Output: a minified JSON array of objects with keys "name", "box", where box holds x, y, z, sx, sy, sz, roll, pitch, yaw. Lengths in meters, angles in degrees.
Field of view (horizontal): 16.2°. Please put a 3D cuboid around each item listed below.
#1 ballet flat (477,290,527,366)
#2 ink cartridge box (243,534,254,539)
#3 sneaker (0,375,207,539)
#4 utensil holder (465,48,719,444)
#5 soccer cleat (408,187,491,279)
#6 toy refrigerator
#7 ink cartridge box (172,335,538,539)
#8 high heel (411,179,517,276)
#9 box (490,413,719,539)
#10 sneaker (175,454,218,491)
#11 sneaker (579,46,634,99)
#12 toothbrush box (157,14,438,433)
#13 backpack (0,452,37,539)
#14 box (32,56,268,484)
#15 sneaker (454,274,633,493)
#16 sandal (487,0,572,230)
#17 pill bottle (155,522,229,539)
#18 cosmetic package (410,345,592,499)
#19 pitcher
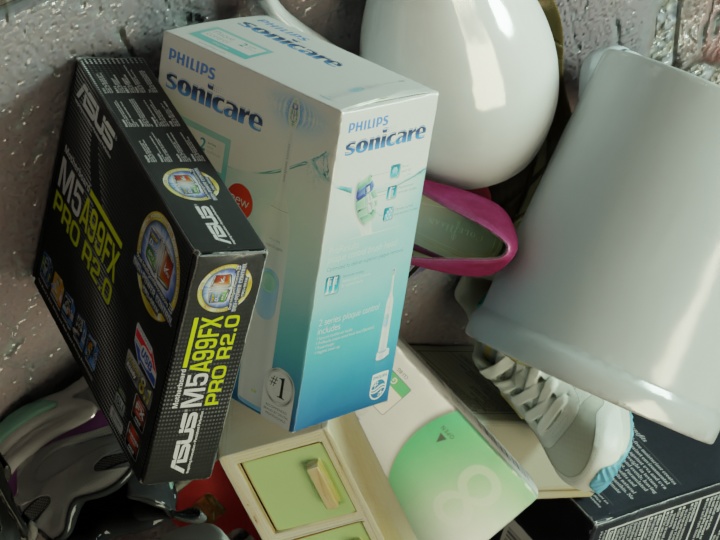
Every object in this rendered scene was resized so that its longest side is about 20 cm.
[{"name":"ballet flat","box":[0.136,0.003,1.734,0.200,0.071,0.071,-51,160,-54]},{"name":"ink cartridge box","box":[-0.012,0.252,1.774,0.162,0.200,0.050,-41,149,-6]},{"name":"sneaker","box":[-0.127,0.103,1.573,0.200,0.140,0.078,-45,142,-1]},{"name":"utensil holder","box":[0.182,-0.017,1.576,0.170,0.170,0.200,23,91,-51]},{"name":"soccer cleat","box":[0.000,0.000,1.627,0.200,0.067,0.077,-34,154,-26]},{"name":"toy refrigerator","box":[-0.019,0.163,1.626,0.076,0.070,0.200,-16,125,13]},{"name":"ink cartridge box","box":[-0.007,0.153,1.690,0.200,0.050,0.161,-42,109,4]},{"name":"high heel","box":[-0.004,-0.035,1.539,0.200,0.096,0.067,17,94,-8]},{"name":"box","box":[0.195,0.214,2.002,0.198,0.123,0.200,-12,133,-36]},{"name":"sneaker","box":[-0.074,0.076,1.658,0.200,0.071,0.073,-42,143,-5]},{"name":"sneaker","box":[0.210,-0.111,1.722,0.200,0.071,0.073,10,80,-62]},{"name":"toothbrush box","box":[-0.048,-0.030,1.464,0.085,0.146,0.200,-15,124,-46]},{"name":"backpack","box":[-0.283,0.093,1.413,0.154,0.163,0.200,-21,132,-9]},{"name":"box","box":[-0.124,-0.003,1.430,0.044,0.200,0.160,-4,128,-27]},{"name":"sneaker","box":[0.124,0.075,1.748,0.081,0.200,0.077,14,125,-33]},{"name":"sandal","box":[0.098,-0.105,1.678,0.080,0.054,0.200,-17,120,-22]},{"name":"pill bottle","box":[-0.074,0.264,1.616,0.114,0.114,0.200,-37,114,-11]},{"name":"cosmetic package","box":[0.087,0.109,1.820,0.200,0.104,0.073,2,120,-44]},{"name":"pitcher","box":[0.030,-0.144,1.536,0.171,0.121,0.200,-17,128,-3]}]
